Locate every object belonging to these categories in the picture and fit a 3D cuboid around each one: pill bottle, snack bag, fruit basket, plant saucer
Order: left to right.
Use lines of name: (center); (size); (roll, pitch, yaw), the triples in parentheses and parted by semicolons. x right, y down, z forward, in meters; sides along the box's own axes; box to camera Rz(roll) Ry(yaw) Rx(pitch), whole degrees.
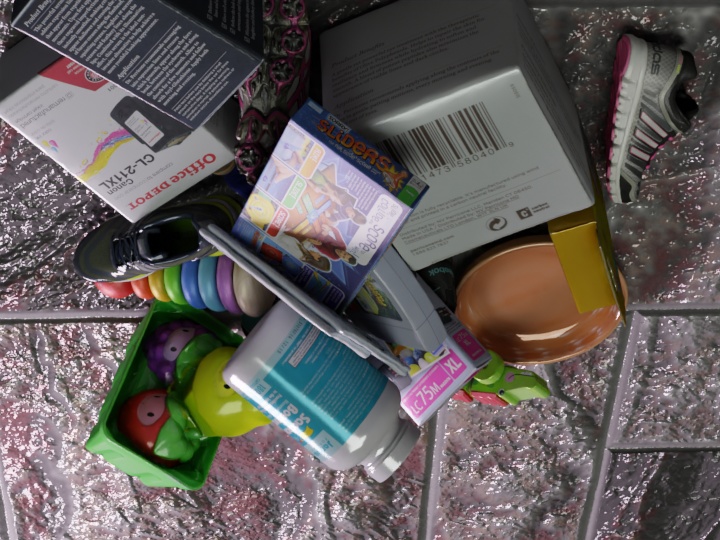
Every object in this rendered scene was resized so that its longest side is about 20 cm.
fruit basket: (-0.181, 0.129, 1.839); (0.155, 0.216, 0.215); (35, 125, -22)
snack bag: (-0.053, 0.033, 1.668); (0.021, 0.188, 0.200); (-54, 156, 0)
pill bottle: (-0.035, 0.129, 1.738); (0.200, 0.111, 0.111); (39, 126, -5)
plant saucer: (0.198, 0.028, 1.894); (0.199, 0.038, 0.201); (-2, 137, -2)

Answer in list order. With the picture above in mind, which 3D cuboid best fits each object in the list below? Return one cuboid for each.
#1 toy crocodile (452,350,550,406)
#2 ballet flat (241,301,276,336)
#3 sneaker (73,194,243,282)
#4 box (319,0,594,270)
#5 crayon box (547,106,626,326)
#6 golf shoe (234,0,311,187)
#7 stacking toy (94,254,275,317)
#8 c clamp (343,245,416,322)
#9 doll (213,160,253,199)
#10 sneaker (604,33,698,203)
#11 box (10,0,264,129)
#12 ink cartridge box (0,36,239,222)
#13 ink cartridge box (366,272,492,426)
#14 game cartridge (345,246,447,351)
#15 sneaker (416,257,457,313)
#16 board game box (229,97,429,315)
toy crocodile: (0.121, 0.124, 1.932); (0.199, 0.062, 0.067); (8, 162, 31)
ballet flat: (-0.048, 0.099, 1.869); (0.068, 0.200, 0.068); (-49, 154, -3)
sneaker: (-0.215, -0.031, 1.722); (0.199, 0.081, 0.074); (-17, 91, 25)
box: (0.090, -0.145, 1.611); (0.198, 0.172, 0.200); (-20, 134, 17)
crayon box: (0.219, -0.051, 1.696); (0.051, 0.201, 0.127); (-15, 135, 11)
golf shoe: (-0.084, -0.183, 1.619); (0.072, 0.092, 0.201); (8, 107, 4)
stacking toy: (-0.192, 0.006, 1.801); (0.199, 0.086, 0.086); (0, 139, 21)
c clamp: (-0.021, -0.003, 1.760); (0.170, 0.027, 0.201); (12, 132, 16)
doll: (-0.080, -0.070, 1.765); (0.136, 0.049, 0.200); (-26, 137, 17)
sneaker: (0.292, -0.146, 1.693); (0.087, 0.074, 0.201); (3, 131, 2)
box: (-0.194, -0.247, 1.504); (0.200, 0.149, 0.107); (29, 127, -29)
ink cartridge box: (-0.233, -0.158, 1.640); (0.145, 0.083, 0.200); (-30, 130, 25)
ink cartridge box: (0.037, 0.058, 1.825); (0.200, 0.042, 0.119); (50, 131, 10)
game cartridge: (0.000, 0.000, 1.675); (0.133, 0.041, 0.200); (5, 139, 54)
sneaker: (0.052, 0.063, 1.881); (0.075, 0.079, 0.200); (-3, 140, -26)
board game box: (-0.032, -0.054, 1.551); (0.135, 0.034, 0.200); (37, 144, 1)
